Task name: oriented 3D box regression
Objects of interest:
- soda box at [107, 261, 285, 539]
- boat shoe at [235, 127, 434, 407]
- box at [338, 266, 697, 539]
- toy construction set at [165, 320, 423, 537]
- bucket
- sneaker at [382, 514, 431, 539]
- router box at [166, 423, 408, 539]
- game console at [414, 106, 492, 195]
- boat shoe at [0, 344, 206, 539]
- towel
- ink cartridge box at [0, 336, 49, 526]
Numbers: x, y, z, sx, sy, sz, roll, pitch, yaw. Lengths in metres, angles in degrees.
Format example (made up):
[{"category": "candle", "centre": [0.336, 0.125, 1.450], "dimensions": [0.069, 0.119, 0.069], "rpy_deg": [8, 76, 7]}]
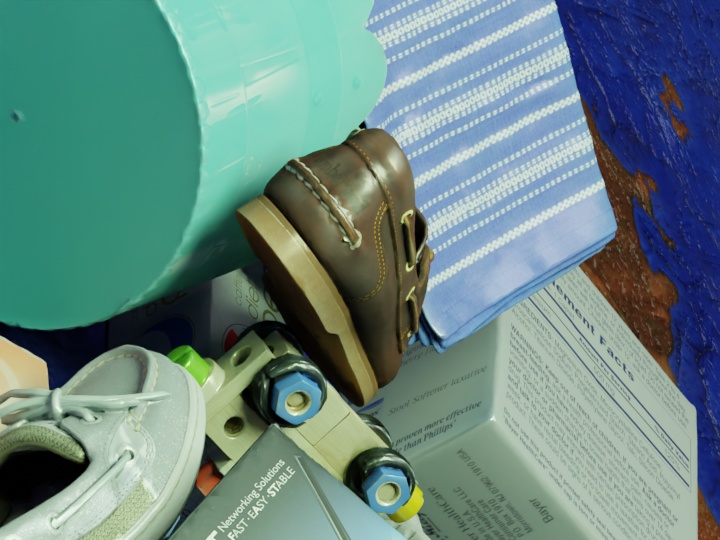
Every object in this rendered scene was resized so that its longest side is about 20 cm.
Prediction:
[{"category": "soda box", "centre": [-0.070, 0.036, 1.329], "dimensions": [0.068, 0.064, 0.200], "rpy_deg": [43, 29, -34]}, {"category": "boat shoe", "centre": [0.000, 0.000, 1.206], "dimensions": [0.070, 0.070, 0.200], "rpy_deg": [48, -9, 13]}, {"category": "box", "centre": [0.083, 0.093, 1.527], "dimensions": [0.184, 0.105, 0.200], "rpy_deg": [50, 27, -26]}, {"category": "toy construction set", "centre": [-0.047, 0.101, 1.203], "dimensions": [0.200, 0.131, 0.092], "rpy_deg": [46, 3, -44]}, {"category": "bucket", "centre": [-0.107, -0.078, 1.214], "dimensions": [0.207, 0.207, 0.135], "rpy_deg": [62, 32, -1]}, {"category": "sneaker", "centre": [0.013, 0.141, 1.333], "dimensions": [0.099, 0.078, 0.200], "rpy_deg": [37, 19, -56]}, {"category": "router box", "centre": [-0.038, 0.172, 1.014], "dimensions": [0.150, 0.062, 0.200], "rpy_deg": [40, 55, 3]}, {"category": "game console", "centre": [-0.021, -0.113, 1.386], "dimensions": [0.171, 0.200, 0.118], "rpy_deg": [48, 63, -32]}, {"category": "boat shoe", "centre": [-0.121, 0.086, 1.045], "dimensions": [0.202, 0.074, 0.065], "rpy_deg": [-51, 125, -42]}, {"category": "towel", "centre": [0.047, -0.080, 1.299], "dimensions": [0.145, 0.024, 0.200], "rpy_deg": [-29, 111, -40]}, {"category": "ink cartridge box", "centre": [-0.171, 0.091, 1.053], "dimensions": [0.162, 0.050, 0.200], "rpy_deg": [34, 34, -46]}]
